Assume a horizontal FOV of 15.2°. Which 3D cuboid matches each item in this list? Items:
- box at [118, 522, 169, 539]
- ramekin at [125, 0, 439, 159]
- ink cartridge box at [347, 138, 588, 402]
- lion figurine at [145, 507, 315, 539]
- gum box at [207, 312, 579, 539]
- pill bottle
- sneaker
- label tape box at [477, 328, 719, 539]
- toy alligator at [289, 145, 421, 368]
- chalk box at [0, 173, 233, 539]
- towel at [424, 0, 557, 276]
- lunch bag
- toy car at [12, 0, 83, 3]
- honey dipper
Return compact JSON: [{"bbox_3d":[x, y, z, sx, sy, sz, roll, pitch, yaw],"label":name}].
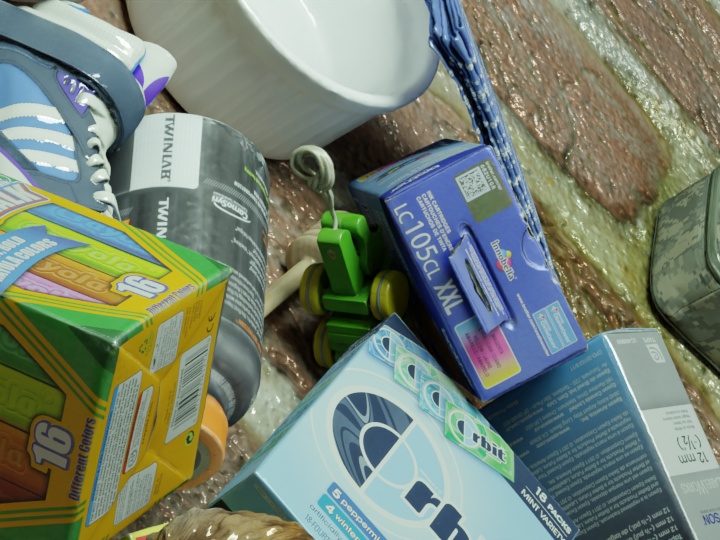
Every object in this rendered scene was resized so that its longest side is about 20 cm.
[{"bbox_3d":[-0.061,0.164,1.451,0.200,0.050,0.075,-8,69,-52],"label":"box"},{"bbox_3d":[-0.053,-0.167,1.683,0.200,0.098,0.201,30,42,-32],"label":"ramekin"},{"bbox_3d":[0.064,-0.003,1.606,0.137,0.076,0.200,63,-6,-7],"label":"ink cartridge box"},{"bbox_3d":[-0.010,0.182,1.318,0.200,0.073,0.122,34,11,38],"label":"lion figurine"},{"bbox_3d":[0.024,0.137,1.490,0.170,0.045,0.200,49,32,-4],"label":"gum box"},{"bbox_3d":[-0.104,0.020,1.464,0.106,0.106,0.200,31,41,-32],"label":"pill bottle"},{"bbox_3d":[-0.142,-0.067,1.428,0.146,0.081,0.200,-33,61,-23],"label":"sneaker"},{"bbox_3d":[0.151,0.155,1.631,0.066,0.143,0.200,-5,67,-51],"label":"label tape box"},{"bbox_3d":[0.000,0.000,1.586,0.054,0.059,0.200,-52,139,-46],"label":"toy alligator"},{"bbox_3d":[-0.184,0.034,1.299,0.200,0.125,0.124,20,24,18],"label":"chalk box"},{"bbox_3d":[0.076,-0.097,1.689,0.145,0.024,0.200,-100,169,-59],"label":"towel"},{"bbox_3d":[0.332,0.002,1.953,0.200,0.168,0.140,42,37,-21],"label":"lunch bag"},{"bbox_3d":[-0.208,-0.241,1.504,0.200,0.149,0.176,-123,-142,-86],"label":"toy car"},{"bbox_3d":[-0.054,0.018,1.588,0.038,0.038,0.200,54,36,-3],"label":"honey dipper"}]
